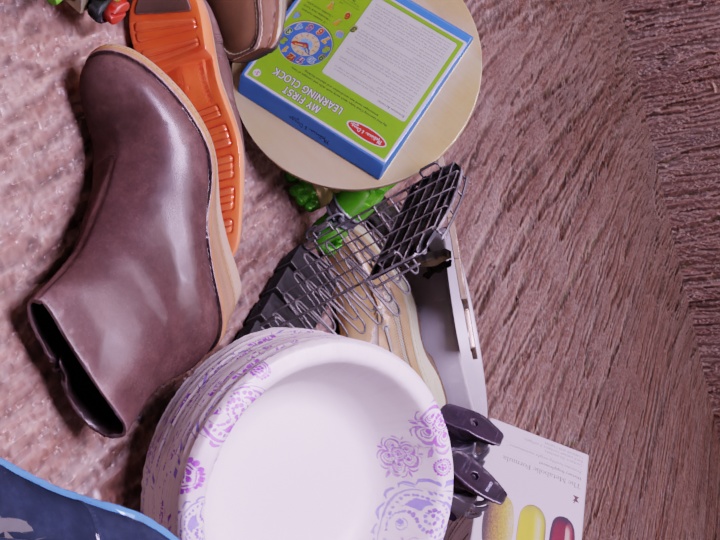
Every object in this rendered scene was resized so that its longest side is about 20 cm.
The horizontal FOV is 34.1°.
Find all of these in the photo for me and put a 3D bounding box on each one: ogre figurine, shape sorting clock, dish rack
[{"bbox_3d":[0.007,-0.119,1.003,0.098,0.120,0.200,47,38,-17],"label":"ogre figurine"},{"bbox_3d":[-0.004,-0.160,0.927,0.039,0.198,0.201,79,7,-75],"label":"shape sorting clock"},{"bbox_3d":[0.000,0.000,0.870,0.055,0.199,0.154,50,33,-18],"label":"dish rack"}]

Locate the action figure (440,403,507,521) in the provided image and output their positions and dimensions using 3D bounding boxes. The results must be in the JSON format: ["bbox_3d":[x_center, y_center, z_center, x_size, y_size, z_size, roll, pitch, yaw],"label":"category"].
[{"bbox_3d":[0.053,0.202,0.964,0.200,0.069,0.130,-62,-178,44],"label":"action figure"}]

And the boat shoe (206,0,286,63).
[{"bbox_3d":[-0.114,-0.253,0.871,0.074,0.075,0.201,-2,74,-61],"label":"boat shoe"}]

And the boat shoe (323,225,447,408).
[{"bbox_3d":[0.011,0.057,1.022,0.076,0.071,0.201,-31,99,-39],"label":"boat shoe"}]

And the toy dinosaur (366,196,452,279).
[{"bbox_3d":[0.033,-0.032,1.043,0.200,0.047,0.088,43,-8,46],"label":"toy dinosaur"}]

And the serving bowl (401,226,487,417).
[{"bbox_3d":[0.073,0.062,1.139,0.200,0.065,0.202,-12,90,-80],"label":"serving bowl"}]

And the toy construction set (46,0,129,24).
[{"bbox_3d":[-0.140,-0.225,0.701,0.092,0.199,0.131,55,-22,9],"label":"toy construction set"}]

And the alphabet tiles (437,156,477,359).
[{"bbox_3d":[0.086,-0.011,1.035,0.200,0.007,0.168,51,30,-79],"label":"alphabet tiles"}]

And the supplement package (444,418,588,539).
[{"bbox_3d":[0.143,0.266,1.129,0.201,0.113,0.110,-74,-174,-46],"label":"supplement package"}]

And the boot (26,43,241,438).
[{"bbox_3d":[-0.143,-0.023,0.700,0.201,0.072,0.166,68,29,-18],"label":"boot"}]

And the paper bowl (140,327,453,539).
[{"bbox_3d":[-0.047,0.137,0.753,0.200,0.104,0.202,-4,97,-35],"label":"paper bowl"}]

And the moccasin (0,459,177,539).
[{"bbox_3d":[-0.159,0.152,0.579,0.200,0.080,0.069,34,34,-41],"label":"moccasin"}]

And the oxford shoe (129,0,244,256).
[{"bbox_3d":[-0.107,-0.101,0.819,0.073,0.071,0.202,4,78,-74],"label":"oxford shoe"}]
